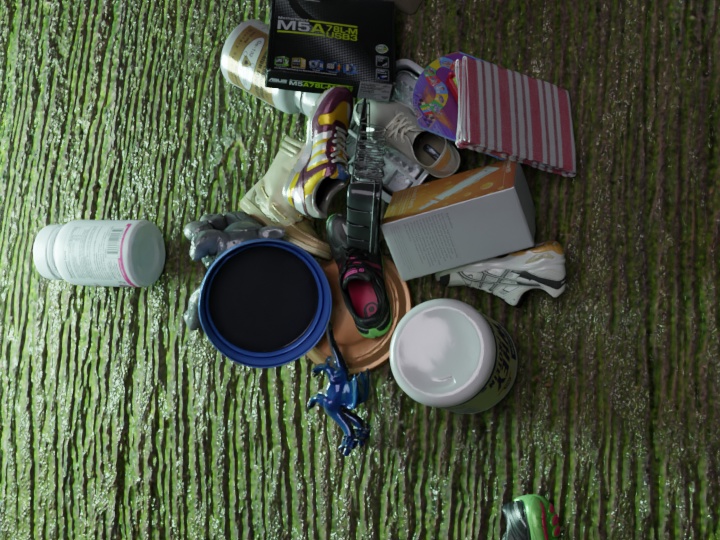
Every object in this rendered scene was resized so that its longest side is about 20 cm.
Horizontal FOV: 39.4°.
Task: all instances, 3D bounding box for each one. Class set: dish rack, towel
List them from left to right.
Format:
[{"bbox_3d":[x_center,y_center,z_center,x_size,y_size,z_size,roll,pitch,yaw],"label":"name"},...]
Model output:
[{"bbox_3d":[0.011,-0.143,1.471,0.054,0.153,0.200,6,59,2],"label":"dish rack"},{"bbox_3d":[0.067,-0.214,1.582,0.172,0.044,0.200,40,95,24],"label":"dish rack"},{"bbox_3d":[0.225,-0.220,1.454,0.030,0.200,0.147,-37,46,56],"label":"towel"}]

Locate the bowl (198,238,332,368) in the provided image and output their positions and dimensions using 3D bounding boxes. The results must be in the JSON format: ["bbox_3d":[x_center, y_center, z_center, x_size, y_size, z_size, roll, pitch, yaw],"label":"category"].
[{"bbox_3d":[-0.144,0.047,1.520,0.200,0.039,0.201,-3,103,-11],"label":"bowl"}]

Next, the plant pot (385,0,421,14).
[{"bbox_3d":[0.027,-0.562,1.596,0.200,0.177,0.200,30,91,23],"label":"plant pot"}]

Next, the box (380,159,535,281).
[{"bbox_3d":[0.145,-0.075,1.462,0.200,0.124,0.098,-15,113,18],"label":"box"}]

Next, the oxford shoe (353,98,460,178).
[{"bbox_3d":[0.067,-0.210,1.527,0.200,0.058,0.075,39,95,25],"label":"oxford shoe"}]

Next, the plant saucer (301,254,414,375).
[{"bbox_3d":[-0.016,0.062,1.563,0.200,0.032,0.201,-4,78,20],"label":"plant saucer"}]

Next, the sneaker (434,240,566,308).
[{"bbox_3d":[0.202,0.016,1.465,0.200,0.076,0.088,-8,99,31],"label":"sneaker"}]

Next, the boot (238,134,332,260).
[{"bbox_3d":[-0.087,-0.118,1.604,0.200,0.073,0.156,36,93,35],"label":"boot"}]

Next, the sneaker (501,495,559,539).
[{"bbox_3d":[0.229,0.409,1.375,0.084,0.077,0.200,-10,74,41],"label":"sneaker"}]

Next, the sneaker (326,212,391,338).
[{"bbox_3d":[0.000,0.000,1.503,0.077,0.084,0.200,-21,74,2],"label":"sneaker"}]

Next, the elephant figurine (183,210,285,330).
[{"bbox_3d":[-0.203,0.015,1.598,0.155,0.141,0.200,-143,45,-58],"label":"elephant figurine"}]

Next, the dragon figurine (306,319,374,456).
[{"bbox_3d":[-0.021,0.173,1.507,0.099,0.059,0.200,13,102,20],"label":"dragon figurine"}]

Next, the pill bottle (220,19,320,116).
[{"bbox_3d":[-0.120,-0.320,1.637,0.200,0.114,0.114,31,91,24],"label":"pill bottle"}]

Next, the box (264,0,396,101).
[{"bbox_3d":[-0.045,-0.355,1.572,0.200,0.048,0.193,6,57,-6],"label":"box"}]

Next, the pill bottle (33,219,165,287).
[{"bbox_3d":[-0.443,-0.030,1.705,0.200,0.113,0.114,2,80,22],"label":"pill bottle"}]

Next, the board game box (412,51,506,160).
[{"bbox_3d":[0.180,-0.258,1.498,0.200,0.039,0.158,22,65,3],"label":"board game box"}]

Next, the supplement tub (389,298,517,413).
[{"bbox_3d":[0.136,0.124,1.398,0.145,0.200,0.145,-4,77,21],"label":"supplement tub"}]

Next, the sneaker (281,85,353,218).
[{"bbox_3d":[-0.042,-0.175,1.510,0.090,0.075,0.200,30,104,40],"label":"sneaker"}]
